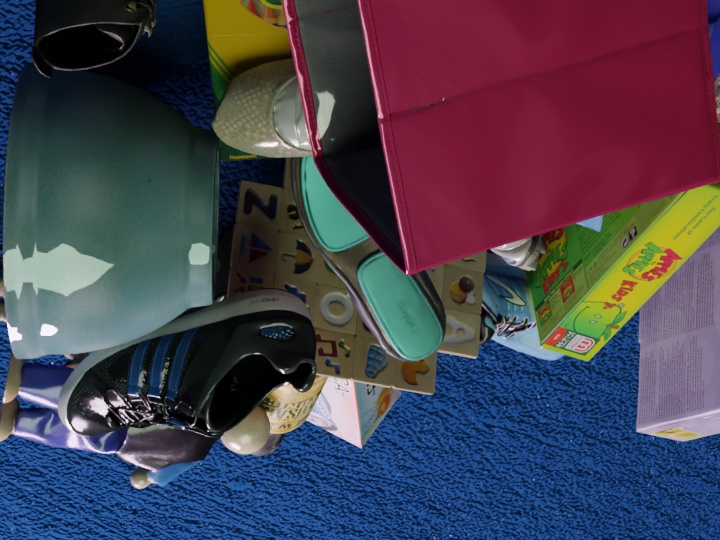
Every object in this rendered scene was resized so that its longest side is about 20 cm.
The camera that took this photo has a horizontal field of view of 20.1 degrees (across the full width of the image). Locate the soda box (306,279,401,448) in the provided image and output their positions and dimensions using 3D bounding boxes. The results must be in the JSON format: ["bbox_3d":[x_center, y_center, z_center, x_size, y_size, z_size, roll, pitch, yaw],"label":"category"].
[{"bbox_3d":[-0.016,0.051,1.589,0.068,0.064,0.200,26,148,22],"label":"soda box"}]

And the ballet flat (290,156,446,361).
[{"bbox_3d":[0.000,-0.025,1.436,0.073,0.073,0.200,-20,115,14],"label":"ballet flat"}]

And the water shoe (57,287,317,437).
[{"bbox_3d":[-0.124,0.079,1.409,0.200,0.079,0.072,-26,139,16],"label":"water shoe"}]

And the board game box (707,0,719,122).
[{"bbox_3d":[0.339,-0.167,1.396,0.199,0.097,0.160,13,135,-22],"label":"board game box"}]

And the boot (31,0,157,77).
[{"bbox_3d":[-0.115,-0.197,1.259,0.200,0.139,0.077,-23,137,15],"label":"boot"}]

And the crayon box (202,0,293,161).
[{"bbox_3d":[-0.005,-0.160,1.379,0.199,0.058,0.173,-6,139,-3],"label":"crayon box"}]

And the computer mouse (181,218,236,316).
[{"bbox_3d":[-0.087,0.042,1.582,0.140,0.046,0.200,-2,129,-54],"label":"computer mouse"}]

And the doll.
[{"bbox_3d":[-0.164,0.105,1.506,0.199,0.049,0.137,10,127,-10],"label":"doll"}]

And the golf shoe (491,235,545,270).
[{"bbox_3d":[0.062,-0.066,1.422,0.097,0.200,0.078,25,90,-25],"label":"golf shoe"}]

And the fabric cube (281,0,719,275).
[{"bbox_3d":[0.073,-0.142,1.184,0.199,0.196,0.201,-17,117,-12],"label":"fabric cube"}]

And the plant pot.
[{"bbox_3d":[-0.162,-0.037,1.377,0.134,0.201,0.201,3,139,-2],"label":"plant pot"}]

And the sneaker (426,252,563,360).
[{"bbox_3d":[0.092,0.033,1.591,0.200,0.090,0.078,27,128,-33],"label":"sneaker"}]

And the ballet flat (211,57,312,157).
[{"bbox_3d":[0.003,-0.109,1.341,0.199,0.062,0.068,-4,96,-13],"label":"ballet flat"}]

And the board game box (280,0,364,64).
[{"bbox_3d":[0.036,-0.226,1.261,0.200,0.029,0.135,-22,119,-8],"label":"board game box"}]

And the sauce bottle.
[{"bbox_3d":[-0.061,0.088,1.564,0.066,0.066,0.200,1,154,-10],"label":"sauce bottle"}]

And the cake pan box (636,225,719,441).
[{"bbox_3d":[0.271,0.014,1.484,0.052,0.201,0.184,12,162,-25],"label":"cake pan box"}]

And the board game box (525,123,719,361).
[{"bbox_3d":[0.200,-0.034,1.524,0.048,0.102,0.200,17,133,-25],"label":"board game box"}]

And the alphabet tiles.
[{"bbox_3d":[0.000,0.000,1.494,0.199,0.167,0.006,11,162,-20],"label":"alphabet tiles"}]

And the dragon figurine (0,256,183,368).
[{"bbox_3d":[-0.206,0.024,1.556,0.200,0.100,0.059,-15,147,-33],"label":"dragon figurine"}]

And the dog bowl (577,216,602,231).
[{"bbox_3d":[0.153,-0.116,1.424,0.049,0.112,0.200,6,140,5],"label":"dog bowl"}]
